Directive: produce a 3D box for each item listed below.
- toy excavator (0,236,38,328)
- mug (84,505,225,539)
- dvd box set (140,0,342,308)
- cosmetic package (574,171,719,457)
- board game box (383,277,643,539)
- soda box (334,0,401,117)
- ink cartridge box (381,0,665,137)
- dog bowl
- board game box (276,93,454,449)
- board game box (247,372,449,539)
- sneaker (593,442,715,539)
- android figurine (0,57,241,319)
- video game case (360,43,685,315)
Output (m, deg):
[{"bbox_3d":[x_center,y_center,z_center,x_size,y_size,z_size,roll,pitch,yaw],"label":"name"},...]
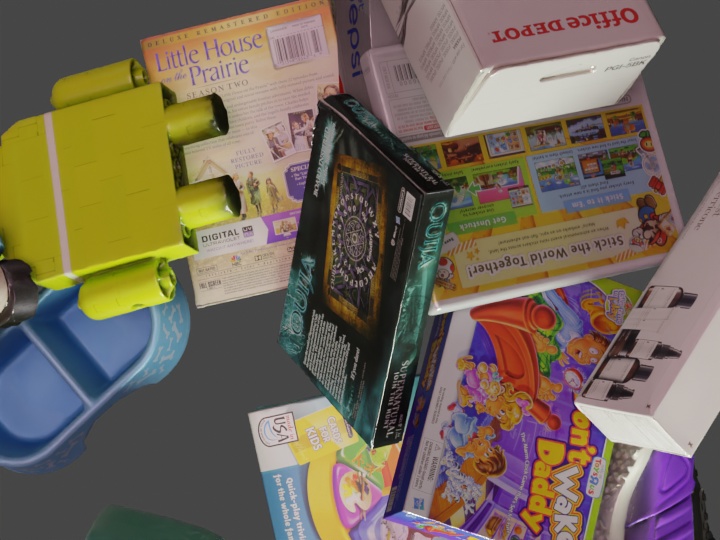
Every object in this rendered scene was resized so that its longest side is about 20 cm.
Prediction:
[{"bbox_3d":[-0.339,-0.018,1.414,0.194,0.099,0.201,-37,68,40],"label":"toy excavator"},{"bbox_3d":[-0.144,0.268,1.388,0.114,0.152,0.187,12,94,6],"label":"mug"},{"bbox_3d":[-0.069,-0.085,1.430,0.145,0.029,0.202,-13,90,9],"label":"dvd box set"},{"bbox_3d":[0.229,0.025,1.315,0.051,0.082,0.201,44,70,-29],"label":"cosmetic package"},{"bbox_3d":[0.107,0.090,1.341,0.134,0.045,0.201,19,72,-13],"label":"board game box"},{"bbox_3d":[0.025,-0.117,1.380,0.063,0.068,0.202,-2,87,-22],"label":"soda box"},{"bbox_3d":[0.090,-0.200,1.315,0.146,0.083,0.201,-12,66,-26],"label":"ink cartridge box"},{"bbox_3d":[-0.217,0.067,1.449,0.200,0.050,0.112,-42,85,8],"label":"dog bowl"},{"bbox_3d":[0.000,0.000,1.334,0.135,0.028,0.201,46,135,43],"label":"board game box"},{"bbox_3d":[0.033,0.152,1.410,0.198,0.047,0.152,-13,89,10],"label":"board game box"},{"bbox_3d":[0.210,0.172,1.375,0.099,0.070,0.201,22,81,-16],"label":"sneaker"},{"bbox_3d":[-0.183,-0.057,1.402,0.199,0.041,0.183,-16,74,16],"label":"android figurine"},{"bbox_3d":[0.114,-0.077,1.348,0.199,0.023,0.183,-11,81,-21],"label":"video game case"}]
